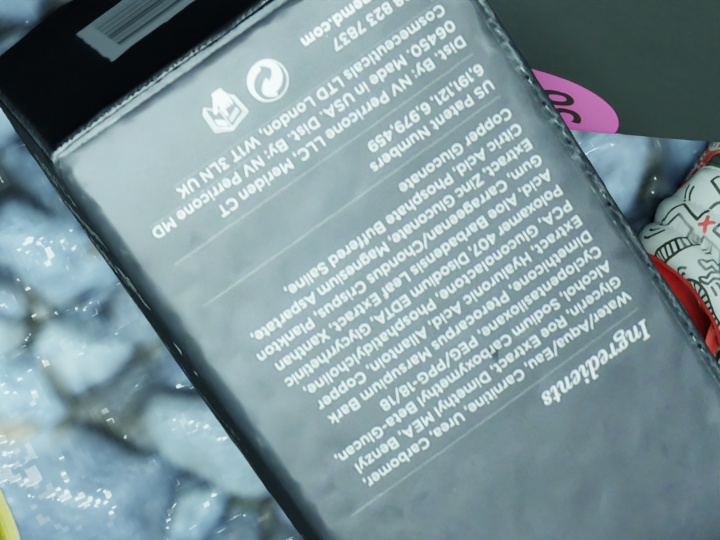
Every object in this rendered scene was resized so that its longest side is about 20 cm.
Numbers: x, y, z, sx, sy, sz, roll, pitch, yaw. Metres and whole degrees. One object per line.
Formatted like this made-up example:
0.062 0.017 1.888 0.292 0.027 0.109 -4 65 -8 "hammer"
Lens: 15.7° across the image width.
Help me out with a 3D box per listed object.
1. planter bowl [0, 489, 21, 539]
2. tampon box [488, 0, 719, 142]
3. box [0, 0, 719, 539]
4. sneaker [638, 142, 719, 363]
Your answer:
-0.197 0.123 0.800 0.200 0.083 0.201 -2 101 -12 "planter bowl"
0.136 -0.119 0.712 0.200 0.150 0.126 5 66 19 "tampon box"
0.000 0.000 0.757 0.117 0.197 0.200 -36 106 -4 "box"
0.185 0.028 0.861 0.108 0.067 0.201 -45 84 -3 "sneaker"
